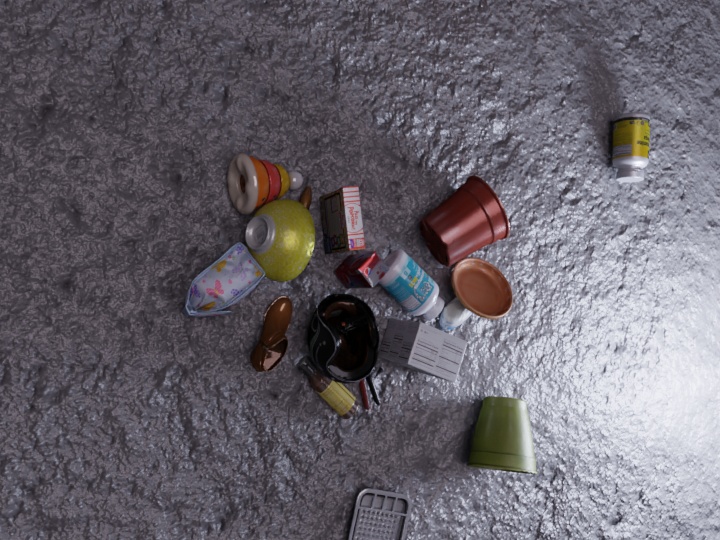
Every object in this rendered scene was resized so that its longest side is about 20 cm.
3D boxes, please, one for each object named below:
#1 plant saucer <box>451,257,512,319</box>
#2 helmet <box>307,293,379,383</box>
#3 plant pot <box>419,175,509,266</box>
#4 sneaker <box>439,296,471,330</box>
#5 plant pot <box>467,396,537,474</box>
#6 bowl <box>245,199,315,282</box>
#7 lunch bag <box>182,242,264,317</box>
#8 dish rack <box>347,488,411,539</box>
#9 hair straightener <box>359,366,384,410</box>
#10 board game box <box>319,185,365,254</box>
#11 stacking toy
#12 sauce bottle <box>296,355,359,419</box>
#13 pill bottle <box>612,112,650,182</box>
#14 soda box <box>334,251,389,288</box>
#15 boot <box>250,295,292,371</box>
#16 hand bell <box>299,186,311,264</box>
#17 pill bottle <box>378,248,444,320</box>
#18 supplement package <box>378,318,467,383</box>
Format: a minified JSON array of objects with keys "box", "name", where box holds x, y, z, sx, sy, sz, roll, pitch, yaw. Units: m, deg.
[{"box":[0.344,0.055,1.862,0.194,0.038,0.205,13,51,-16],"name":"plant saucer"},{"box":[-0.045,0.183,1.663,0.194,0.201,0.195,-11,129,-21],"name":"helmet"},{"box":[0.279,-0.126,1.812,0.192,0.200,0.204,-32,100,-10],"name":"plant pot"},{"box":[0.299,0.105,1.879,0.197,0.073,0.072,-31,71,-31],"name":"sneaker"},{"box":[0.409,0.467,1.853,0.195,0.200,0.199,14,72,-20],"name":"plant pot"},{"box":[-0.216,-0.081,1.570,0.106,0.196,0.207,13,83,-53],"name":"bowl"},{"box":[-0.337,0.045,1.562,0.199,0.169,0.129,-38,94,-18],"name":"lunch bag"},{"box":[0.043,0.699,1.766,0.167,0.043,0.206,16,83,-21],"name":"dish rack"},{"box":[0.024,0.271,1.776,0.075,0.041,0.206,-14,90,-21],"name":"hair straightener"},{"box":[-0.051,-0.124,1.664,0.045,0.199,0.157,-7,92,-20],"name":"board game box"},{"box":[-0.227,-0.227,1.649,0.196,0.144,0.151,-11,93,-36],"name":"stacking toy"},{"box":[-0.088,0.305,1.713,0.065,0.064,0.200,-46,103,-16],"name":"sauce bottle"},{"box":[0.869,-0.394,2.085,0.109,0.112,0.207,4,88,-21],"name":"pill bottle"},{"box":[0.000,0.000,1.681,0.070,0.199,0.064,-46,103,-16],"name":"soda box"},{"box":[-0.206,0.160,1.619,0.072,0.154,0.205,25,80,-18],"name":"boot"},{"box":[-0.157,-0.125,1.696,0.102,0.104,0.206,21,69,-20],"name":"hand bell"},{"box":[0.141,0.045,1.785,0.199,0.110,0.112,42,75,-16],"name":"pill bottle"},{"box":[0.164,0.211,1.741,0.152,0.199,0.114,23,82,-19],"name":"supplement package"}]
